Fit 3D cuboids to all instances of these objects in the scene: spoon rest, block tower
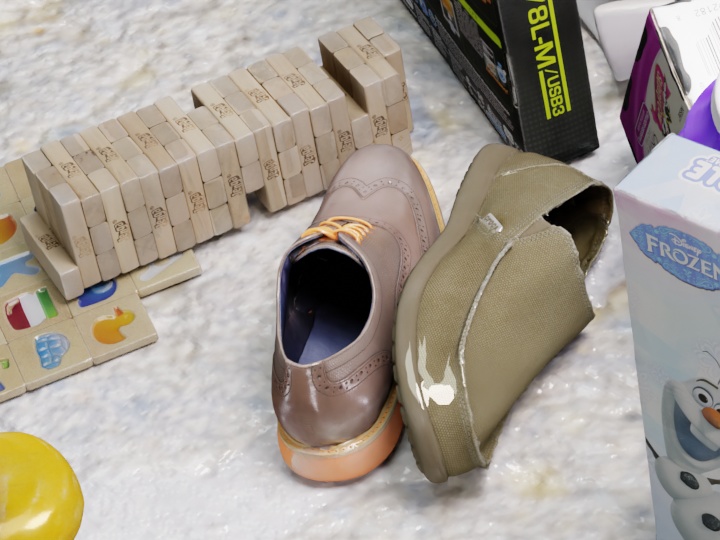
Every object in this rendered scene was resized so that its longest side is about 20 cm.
[{"bbox_3d":[0.139,-0.150,1.329,0.099,0.061,0.200,-5,29,8],"label":"spoon rest"},{"bbox_3d":[-0.068,-0.057,1.262,0.200,0.058,0.054,-25,42,-15],"label":"block tower"}]

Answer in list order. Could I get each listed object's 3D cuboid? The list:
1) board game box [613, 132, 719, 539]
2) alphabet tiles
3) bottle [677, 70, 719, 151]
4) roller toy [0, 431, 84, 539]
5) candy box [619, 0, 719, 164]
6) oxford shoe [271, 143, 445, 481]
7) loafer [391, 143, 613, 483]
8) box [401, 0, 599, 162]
[{"bbox_3d":[0.193,0.065,0.958,0.200,0.199,0.043,25,54,34],"label":"board game box"},{"bbox_3d":[-0.185,0.007,1.265,0.200,0.006,0.166,-22,42,-10],"label":"alphabet tiles"},{"bbox_3d":[0.166,-0.037,1.079,0.083,0.200,0.065,-27,72,-3],"label":"bottle"},{"bbox_3d":[-0.225,0.129,1.039,0.200,0.140,0.183,14,48,26],"label":"roller toy"},{"bbox_3d":[0.226,-0.098,1.173,0.200,0.136,0.061,-19,74,-5],"label":"candy box"},{"bbox_3d":[0.000,0.000,1.174,0.071,0.073,0.200,-4,42,11],"label":"oxford shoe"},{"bbox_3d":[0.065,0.012,1.143,0.067,0.076,0.200,-2,42,21],"label":"loafer"},{"bbox_3d":[0.048,-0.177,1.267,0.047,0.193,0.200,-20,41,-10],"label":"box"}]
